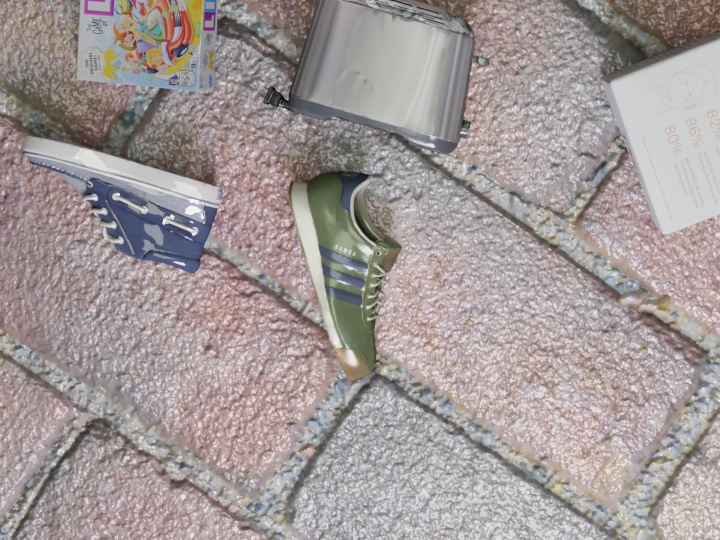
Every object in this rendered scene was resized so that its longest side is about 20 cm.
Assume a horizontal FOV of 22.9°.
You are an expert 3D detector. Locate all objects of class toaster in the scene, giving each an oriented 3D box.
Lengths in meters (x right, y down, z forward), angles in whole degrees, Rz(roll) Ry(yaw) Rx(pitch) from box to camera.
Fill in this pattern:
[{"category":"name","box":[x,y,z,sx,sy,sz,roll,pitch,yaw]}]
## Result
[{"category":"toaster","box":[0.018,-0.192,1.663,0.198,0.114,0.131,16,95,5]}]

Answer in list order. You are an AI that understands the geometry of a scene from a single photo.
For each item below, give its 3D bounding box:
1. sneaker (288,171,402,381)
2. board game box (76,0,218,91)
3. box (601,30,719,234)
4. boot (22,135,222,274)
[{"category":"sneaker","box":[0.000,0.000,1.711,0.089,0.067,0.202,-16,94,11]},{"category":"board game box","box":[-0.199,-0.276,1.680,0.133,0.034,0.202,7,99,22]},{"category":"box","box":[0.344,-0.143,1.652,0.198,0.106,0.154,-20,96,6]},{"category":"boot","box":[-0.238,-0.064,1.712,0.198,0.073,0.091,17,93,0]}]
